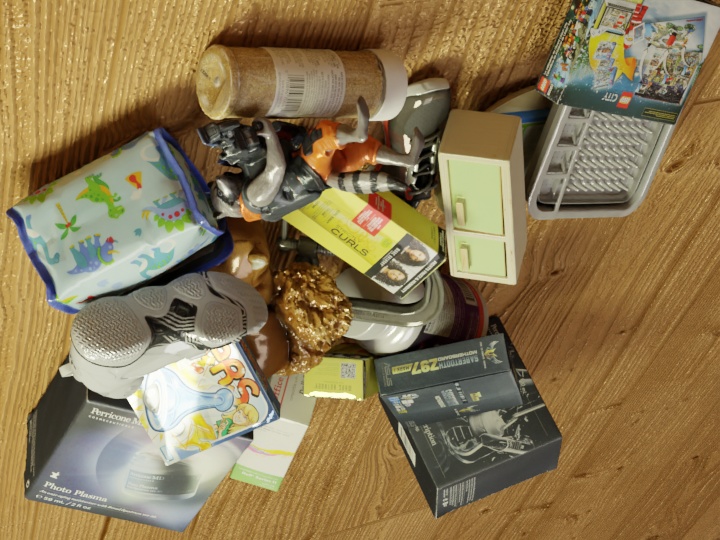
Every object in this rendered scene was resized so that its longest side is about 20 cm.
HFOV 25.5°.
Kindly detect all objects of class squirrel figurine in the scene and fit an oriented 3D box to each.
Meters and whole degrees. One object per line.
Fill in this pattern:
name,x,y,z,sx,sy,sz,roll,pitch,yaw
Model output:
squirrel figurine,-0.107,0.026,1.694,0.198,0.142,0.188,5,124,-8

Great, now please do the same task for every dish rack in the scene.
dish rack,0.262,-0.141,1.757,0.199,0.044,0.173,-2,120,-41

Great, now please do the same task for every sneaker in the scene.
sneaker,-0.192,0.062,1.520,0.199,0.076,0.115,-10,160,-31
sneaker,0.062,-0.117,1.654,0.077,0.082,0.200,-14,149,-21

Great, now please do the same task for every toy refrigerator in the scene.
toy refrigerator,0.130,-0.072,1.674,0.075,0.070,0.201,8,144,14

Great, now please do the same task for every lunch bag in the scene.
lunch bag,-0.220,-0.035,1.526,0.169,0.128,0.200,-26,173,1

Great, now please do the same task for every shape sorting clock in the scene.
shape sorting clock,0.166,-0.130,1.762,0.199,0.039,0.201,-25,144,-20

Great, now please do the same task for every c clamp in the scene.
c clamp,0.000,0.000,1.730,0.199,0.027,0.171,11,134,-3

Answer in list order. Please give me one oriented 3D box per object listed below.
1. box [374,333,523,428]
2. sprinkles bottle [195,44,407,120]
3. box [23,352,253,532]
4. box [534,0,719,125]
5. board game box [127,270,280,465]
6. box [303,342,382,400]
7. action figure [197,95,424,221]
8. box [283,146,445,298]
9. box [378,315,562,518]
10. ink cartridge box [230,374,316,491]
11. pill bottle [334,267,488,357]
box,0.110,0.136,1.916,0.157,0.051,0.200,-12,162,5
sprinkles bottle,-0.052,-0.174,1.480,0.199,0.069,0.068,-3,144,-35
box,-0.250,0.178,1.784,0.199,0.124,0.199,16,133,-24
box,0.282,-0.230,1.647,0.199,0.038,0.137,4,117,-43
board game box,-0.184,0.091,1.632,0.135,0.035,0.201,-23,114,9
box,-0.010,0.119,1.913,0.075,0.051,0.200,3,-178,13
action figure,-0.062,-0.092,1.431,0.192,0.105,0.200,-19,174,26
box,-0.009,-0.057,1.620,0.200,0.050,0.075,35,121,-24
box,0.141,0.192,2.108,0.181,0.201,0.104,-21,151,-11
ink cartridge box,-0.096,0.167,1.944,0.067,0.118,0.200,18,140,-5
pill bottle,0.054,0.050,1.893,0.111,0.112,0.199,-41,148,26
